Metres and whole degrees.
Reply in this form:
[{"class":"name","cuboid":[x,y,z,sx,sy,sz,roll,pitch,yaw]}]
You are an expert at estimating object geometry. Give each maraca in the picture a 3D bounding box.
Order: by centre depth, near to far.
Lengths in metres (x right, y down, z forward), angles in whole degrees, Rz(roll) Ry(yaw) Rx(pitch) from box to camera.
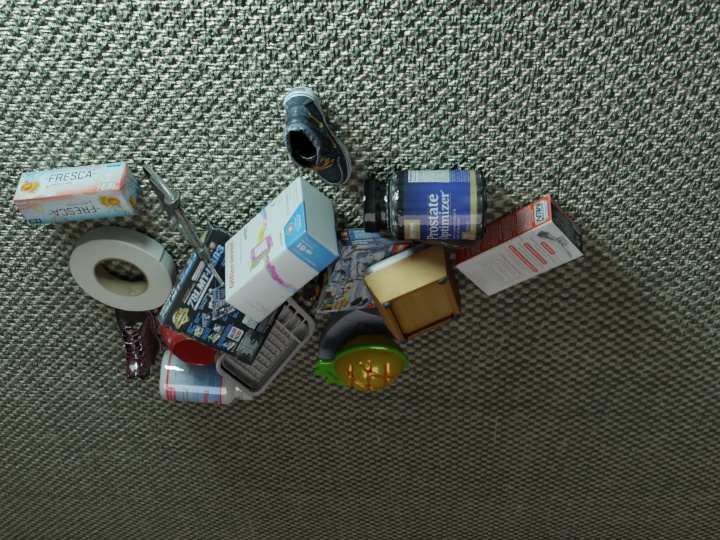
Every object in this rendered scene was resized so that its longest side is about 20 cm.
[{"class":"maraca","cuboid":[0.000,0.189,1.780,0.197,0.109,0.137,-18,138,26]}]

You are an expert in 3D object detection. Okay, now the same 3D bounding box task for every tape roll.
[{"class":"tape roll","cuboid":[-0.444,0.000,1.670,0.198,0.038,0.205,6,139,5]}]

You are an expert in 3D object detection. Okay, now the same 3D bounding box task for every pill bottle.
[{"class":"pill bottle","cuboid":[0.104,-0.105,1.443,0.195,0.114,0.113,-1,143,5]},{"class":"pill bottle","cuboid":[-0.325,0.229,1.912,0.195,0.111,0.110,5,143,-2]}]

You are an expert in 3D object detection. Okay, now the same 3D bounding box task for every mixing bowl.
[{"class":"mixing bowl","cuboid":[-0.316,0.116,1.767,0.195,0.110,0.202,1,143,1]}]

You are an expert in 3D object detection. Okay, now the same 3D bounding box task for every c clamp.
[{"class":"c clamp","cuboid":[-0.296,-0.086,1.485,0.027,0.171,0.202,-35,134,-12]}]

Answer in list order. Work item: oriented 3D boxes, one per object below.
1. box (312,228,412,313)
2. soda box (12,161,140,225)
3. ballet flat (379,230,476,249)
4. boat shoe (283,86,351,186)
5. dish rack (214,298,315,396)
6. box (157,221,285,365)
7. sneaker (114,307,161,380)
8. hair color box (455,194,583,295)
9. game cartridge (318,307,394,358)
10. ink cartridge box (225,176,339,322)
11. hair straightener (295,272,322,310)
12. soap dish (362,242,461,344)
[{"class":"box","cuboid":[0.000,0.000,1.609,0.134,0.040,0.201,-4,144,-23]},{"class":"soda box","cuboid":[-0.475,-0.129,1.497,0.195,0.065,0.069,-4,143,11]},{"class":"ballet flat","cuboid":[0.105,-0.073,1.528,0.195,0.069,0.047,8,157,-2]},{"class":"boat shoe","cuboid":[-0.070,-0.179,1.377,0.069,0.092,0.201,-10,141,18]},{"class":"dish rack","cuboid":[-0.193,0.139,1.758,0.201,0.043,0.172,-49,142,-6]},{"class":"box","cuboid":[-0.238,0.045,1.624,0.196,0.050,0.203,27,95,-27]},{"class":"sneaker","cuboid":[-0.457,0.155,1.821,0.074,0.117,0.202,-2,143,7]},{"class":"hair color box","cuboid":[0.275,-0.040,1.555,0.198,0.065,0.110,-25,133,34]},{"class":"game cartridge","cuboid":[-0.007,0.130,1.822,0.131,0.041,0.201,15,141,-20]},{"class":"ink cartridge box","cuboid":[-0.137,-0.033,1.493,0.084,0.146,0.199,33,120,-33]},{"class":"hair straightener","cuboid":[-0.085,0.016,1.685,0.075,0.042,0.201,10,146,-8]},{"class":"soap dish","cuboid":[0.102,0.044,1.616,0.155,0.082,0.201,-23,148,3]}]
